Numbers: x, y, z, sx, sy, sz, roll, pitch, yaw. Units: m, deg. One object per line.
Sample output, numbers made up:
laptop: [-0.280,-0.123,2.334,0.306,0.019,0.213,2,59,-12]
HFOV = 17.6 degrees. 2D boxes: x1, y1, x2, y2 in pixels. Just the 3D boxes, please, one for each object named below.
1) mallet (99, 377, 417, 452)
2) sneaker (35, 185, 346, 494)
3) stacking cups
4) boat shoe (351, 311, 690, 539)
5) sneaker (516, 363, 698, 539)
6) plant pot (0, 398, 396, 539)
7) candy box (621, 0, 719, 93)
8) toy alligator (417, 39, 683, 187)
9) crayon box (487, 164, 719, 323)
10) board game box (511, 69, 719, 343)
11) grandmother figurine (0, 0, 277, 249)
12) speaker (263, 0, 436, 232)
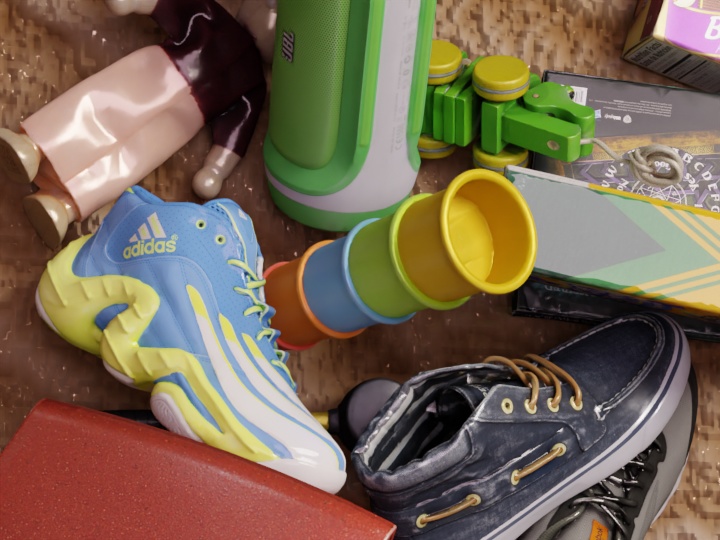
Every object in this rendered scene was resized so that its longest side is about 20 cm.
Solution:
mallet: [-0.067,0.077,1.191,0.199,0.066,0.041,1,81,-13]
sneaker: [-0.071,0.025,1.143,0.200,0.076,0.105,33,94,25]
stacking cups: [0.000,0.000,1.153,0.060,0.200,0.061,10,73,-37]
boat shoe: [0.085,0.070,1.173,0.200,0.091,0.071,-40,45,-18]
sneaker: [0.127,0.124,1.221,0.074,0.079,0.201,31,73,-4]
plant pot: [-0.114,0.174,1.108,0.176,0.200,0.200,32,74,7]
candy box: [0.259,-0.143,1.313,0.199,0.056,0.117,21,77,-10]
toy alligator: [0.086,-0.086,1.240,0.199,0.060,0.054,16,39,22]
crayon box: [0.164,-0.004,1.180,0.199,0.126,0.052,12,89,3]
board game box: [0.188,-0.029,1.263,0.199,0.028,0.136,8,83,2]
grandmother figurine: [-0.097,-0.099,1.224,0.200,0.060,0.122,-33,120,-20]
speaker: [-0.003,-0.121,1.178,0.088,0.201,0.089,4,34,-3]
